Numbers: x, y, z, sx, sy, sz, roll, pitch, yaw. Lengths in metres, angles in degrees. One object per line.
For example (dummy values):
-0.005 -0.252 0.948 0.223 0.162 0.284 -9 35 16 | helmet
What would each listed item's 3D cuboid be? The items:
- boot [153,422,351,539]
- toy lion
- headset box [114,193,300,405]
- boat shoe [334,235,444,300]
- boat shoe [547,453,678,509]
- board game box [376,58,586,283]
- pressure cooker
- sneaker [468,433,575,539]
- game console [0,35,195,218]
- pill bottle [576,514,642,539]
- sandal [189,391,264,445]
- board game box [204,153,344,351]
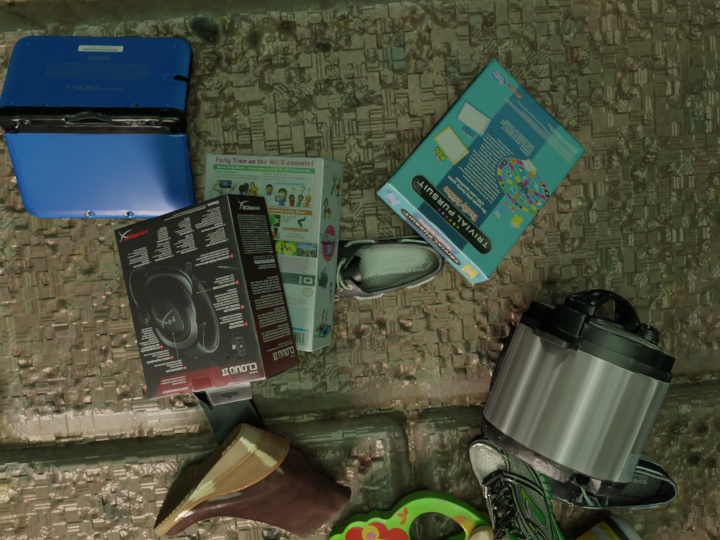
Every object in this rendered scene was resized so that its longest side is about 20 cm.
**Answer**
-0.130 0.282 0.781 0.166 0.073 0.200 40 109 -20 | boot
0.053 0.357 0.806 0.190 0.069 0.201 29 93 2 | toy lion
-0.156 0.038 0.683 0.147 0.077 0.202 -14 89 23 | headset box
0.000 0.000 0.765 0.197 0.060 0.075 -6 97 -2 | boat shoe
0.279 0.255 0.799 0.197 0.068 0.073 6 95 -1 | boat shoe
0.137 -0.111 0.743 0.151 0.047 0.200 42 75 -6 | board game box
0.245 0.120 0.730 0.177 0.176 0.202 21 94 2 | pressure cooker
0.180 0.277 0.749 0.078 0.085 0.201 -49 55 33 | sneaker
-0.289 -0.163 0.756 0.197 0.119 0.173 0 64 -4 | game console
0.262 0.394 0.790 0.199 0.112 0.113 -34 96 0 | pill bottle
-0.175 0.127 0.776 0.076 0.043 0.201 -33 96 0 | sandal
-0.100 -0.024 0.730 0.146 0.064 0.203 6 96 21 | board game box
